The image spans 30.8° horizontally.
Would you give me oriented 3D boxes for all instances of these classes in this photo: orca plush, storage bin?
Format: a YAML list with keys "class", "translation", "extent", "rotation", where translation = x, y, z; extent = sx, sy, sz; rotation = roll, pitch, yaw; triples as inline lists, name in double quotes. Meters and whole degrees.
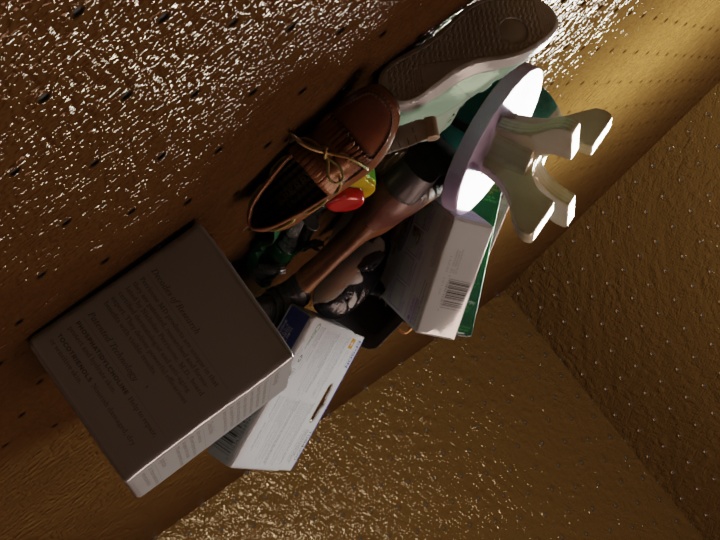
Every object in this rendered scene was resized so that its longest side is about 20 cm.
- class: "orca plush"
  translation: [0.000, 0.000, 1.583]
  extent: [0.104, 0.071, 0.201]
  rotation: [-21, -151, 21]
- class: "storage bin"
  translation: [0.056, 0.011, 2.016]
  extent: [0.134, 0.145, 0.200]
  rotation: [-44, 177, -42]

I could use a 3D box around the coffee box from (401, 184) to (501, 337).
- class: "coffee box"
  translation: [0.112, -0.025, 1.621]
  extent: [0.123, 0.044, 0.203]
  rotation: [11, -92, 64]

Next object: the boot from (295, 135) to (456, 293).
- class: "boot"
  translation: [0.029, -0.060, 1.492]
  extent: [0.200, 0.068, 0.188]
  rotation: [-46, -178, 27]

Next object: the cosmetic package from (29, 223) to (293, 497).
- class: "cosmetic package"
  translation: [-0.193, 0.095, 1.302]
  extent: [0.199, 0.167, 0.168]
  rotation: [-36, 171, -14]

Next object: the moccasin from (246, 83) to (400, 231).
- class: "moccasin"
  translation: [-0.040, -0.105, 1.264]
  extent: [0.201, 0.074, 0.078]
  rotation: [-33, -176, 31]

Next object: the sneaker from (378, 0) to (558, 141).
- class: "sneaker"
  translation: [0.105, -0.202, 1.326]
  extent: [0.199, 0.074, 0.118]
  rotation: [-28, 163, -9]

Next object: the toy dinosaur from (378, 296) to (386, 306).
- class: "toy dinosaur"
  translation: [0.041, -0.026, 1.779]
  extent: [0.200, 0.105, 0.182]
  rotation: [-48, -170, 11]

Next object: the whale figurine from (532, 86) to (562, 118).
- class: "whale figurine"
  translation: [0.172, -0.190, 1.665]
  extent: [0.158, 0.104, 0.200]
  rotation: [-35, -165, -7]

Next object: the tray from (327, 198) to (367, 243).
- class: "tray"
  translation: [0.034, -0.095, 1.739]
  extent: [0.199, 0.022, 0.107]
  rotation: [-29, 166, -47]

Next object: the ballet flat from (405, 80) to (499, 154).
- class: "ballet flat"
  translation: [0.121, -0.184, 1.543]
  extent: [0.069, 0.070, 0.200]
  rotation: [-29, 166, -46]

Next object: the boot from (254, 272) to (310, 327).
- class: "boot"
  translation: [-0.143, 0.069, 1.556]
  extent: [0.131, 0.070, 0.199]
  rotation: [-27, -177, -35]

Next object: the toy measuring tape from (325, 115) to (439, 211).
- class: "toy measuring tape"
  translation: [0.011, -0.108, 1.329]
  extent: [0.199, 0.074, 0.073]
  rotation: [-20, -177, 34]

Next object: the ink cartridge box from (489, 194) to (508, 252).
- class: "ink cartridge box"
  translation: [0.127, -0.042, 1.804]
  extent: [0.176, 0.083, 0.202]
  rotation: [-145, -103, -83]

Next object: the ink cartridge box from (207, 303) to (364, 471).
- class: "ink cartridge box"
  translation: [-0.085, 0.144, 1.563]
  extent: [0.198, 0.043, 0.200]
  rotation: [-61, 162, 0]

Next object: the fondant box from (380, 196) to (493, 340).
- class: "fondant box"
  translation: [0.074, -0.023, 1.581]
  extent: [0.058, 0.200, 0.146]
  rotation: [12, 105, -26]

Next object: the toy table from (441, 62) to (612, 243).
- class: "toy table"
  translation: [0.187, -0.129, 1.450]
  extent: [0.201, 0.116, 0.184]
  rotation: [-58, 159, -12]

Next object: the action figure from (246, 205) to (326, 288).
- class: "action figure"
  translation: [-0.084, -0.029, 1.505]
  extent: [0.118, 0.055, 0.200]
  rotation: [-36, 175, -33]
